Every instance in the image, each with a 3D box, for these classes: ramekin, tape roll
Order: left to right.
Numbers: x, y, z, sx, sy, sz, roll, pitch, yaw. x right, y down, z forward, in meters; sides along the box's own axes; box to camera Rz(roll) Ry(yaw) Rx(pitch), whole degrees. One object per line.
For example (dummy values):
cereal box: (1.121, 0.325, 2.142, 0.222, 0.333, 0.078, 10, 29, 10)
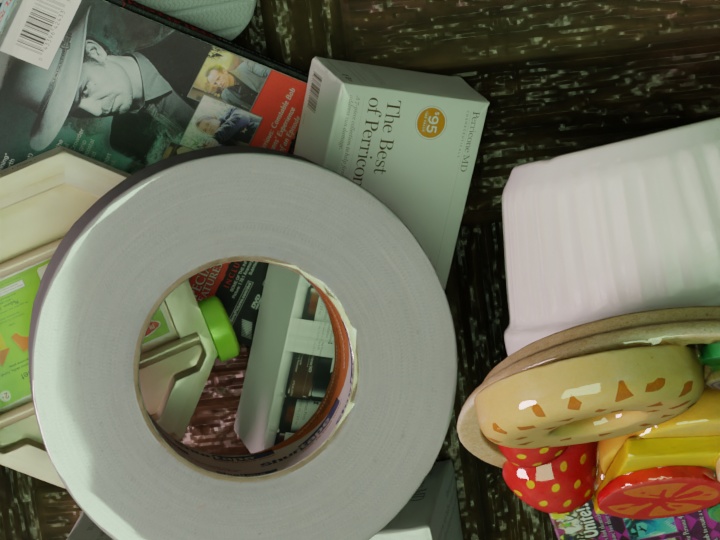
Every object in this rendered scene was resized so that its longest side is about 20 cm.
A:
tape roll: (-0.057, 0.043, 1.324, 0.199, 0.066, 0.202, -1, 96, -9)
ramekin: (0.157, -0.022, 1.323, 0.201, 0.202, 0.095, -14, 91, 11)

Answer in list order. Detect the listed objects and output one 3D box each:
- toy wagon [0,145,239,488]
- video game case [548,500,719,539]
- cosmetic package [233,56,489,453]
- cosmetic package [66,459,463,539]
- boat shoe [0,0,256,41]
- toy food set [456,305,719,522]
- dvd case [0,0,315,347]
toy wagon: (-0.139, 0.045, 1.370, 0.154, 0.040, 0.201, -23, 104, -6)
video game case: (0.184, 0.110, 1.389, 0.180, 0.036, 0.201, -14, 128, 10)
cosmetic package: (0.000, 0.000, 1.403, 0.082, 0.051, 0.201, 5, 108, -23)
cosmetic package: (-0.048, 0.158, 1.434, 0.199, 0.113, 0.082, -8, 103, 8)
boat shoe: (-0.153, -0.144, 1.390, 0.199, 0.071, 0.073, -2, 115, -15)
toy food set: (0.142, 0.067, 1.252, 0.196, 0.200, 0.049, -2, 67, -6)
dvd case: (-0.106, -0.055, 1.394, 0.199, 0.022, 0.147, 20, 108, -24)
